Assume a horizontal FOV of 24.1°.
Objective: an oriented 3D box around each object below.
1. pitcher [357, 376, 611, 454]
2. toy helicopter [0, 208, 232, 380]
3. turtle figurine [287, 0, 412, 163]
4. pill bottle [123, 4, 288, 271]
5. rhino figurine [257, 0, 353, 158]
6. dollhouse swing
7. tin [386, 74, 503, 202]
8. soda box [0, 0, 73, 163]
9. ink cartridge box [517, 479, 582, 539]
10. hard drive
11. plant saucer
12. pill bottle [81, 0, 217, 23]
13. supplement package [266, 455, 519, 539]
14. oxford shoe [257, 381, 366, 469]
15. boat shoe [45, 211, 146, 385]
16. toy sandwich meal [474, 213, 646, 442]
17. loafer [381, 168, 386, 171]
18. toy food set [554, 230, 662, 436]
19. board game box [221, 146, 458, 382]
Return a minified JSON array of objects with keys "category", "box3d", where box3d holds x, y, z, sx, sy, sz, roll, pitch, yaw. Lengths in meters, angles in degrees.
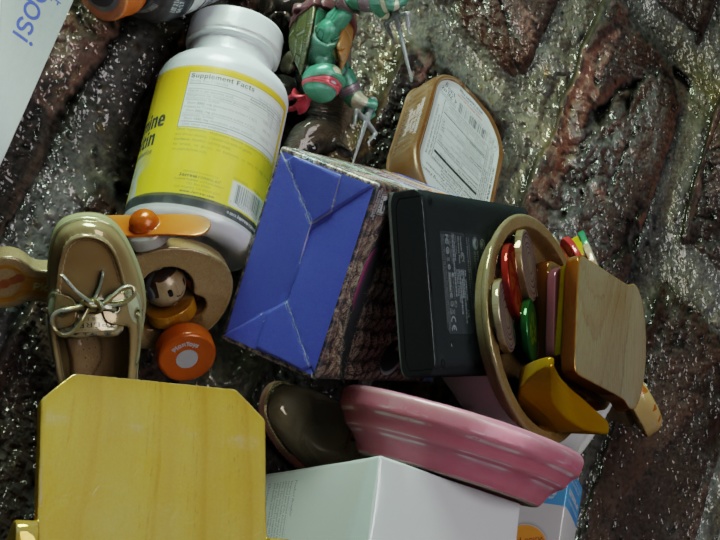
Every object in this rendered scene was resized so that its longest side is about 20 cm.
[{"category":"pitcher","box3d":[0.112,0.100,1.483,0.199,0.121,0.172,31,69,15]},{"category":"toy helicopter","box3d":[-0.192,0.005,1.280,0.198,0.133,0.079,5,34,-22]},{"category":"turtle figurine","box3d":[-0.011,-0.202,1.404,0.100,0.150,0.202,11,62,-11]},{"category":"pill bottle","box3d":[-0.120,-0.108,1.367,0.111,0.112,0.202,26,63,-33]},{"category":"rhino figurine","box3d":[-0.041,-0.168,1.485,0.087,0.060,0.202,9,75,-38]},{"category":"dollhouse swing","box3d":[-0.168,0.203,1.233,0.198,0.182,0.177,6,48,-21]},{"category":"tin","box3d":[0.080,-0.102,1.546,0.112,0.042,0.201,41,37,-21]},{"category":"soda box","box3d":[-0.283,-0.155,1.271,0.068,0.063,0.201,34,59,-29]},{"category":"ink cartridge box","box3d":[0.120,0.267,1.466,0.068,0.114,0.202,59,39,-60]},{"category":"hard drive","box3d":[0.088,0.013,1.341,0.199,0.033,0.141,5,79,-60]},{"category":"plant saucer","box3d":[0.075,0.143,1.334,0.199,0.200,0.051,24,80,-34]},{"category":"pill bottle","box3d":[-0.144,-0.269,1.390,0.199,0.106,0.107,-32,100,-40]},{"category":"supplement package","box3d":[-0.001,0.246,1.320,0.150,0.199,0.153,22,66,-34]},{"category":"oxford shoe","box3d":[0.001,0.149,1.430,0.199,0.074,0.071,34,59,-30]},{"category":"boat shoe","box3d":[-0.192,0.057,1.240,0.072,0.063,0.202,-6,113,-3]},{"category":"toy sandwich meal","box3d":[0.163,0.047,1.351,0.205,0.070,0.207,26,59,-54]},{"category":"loafer","box3d":[0.002,-0.048,1.488,0.199,0.063,0.073,-21,92,-41]},{"category":"toy food set","box3d":[0.225,0.054,1.597,0.200,0.048,0.199,-77,143,-76]},{"category":"board game box","box3d":[0.000,0.000,1.372,0.199,0.096,0.161,6,104,-60]}]
